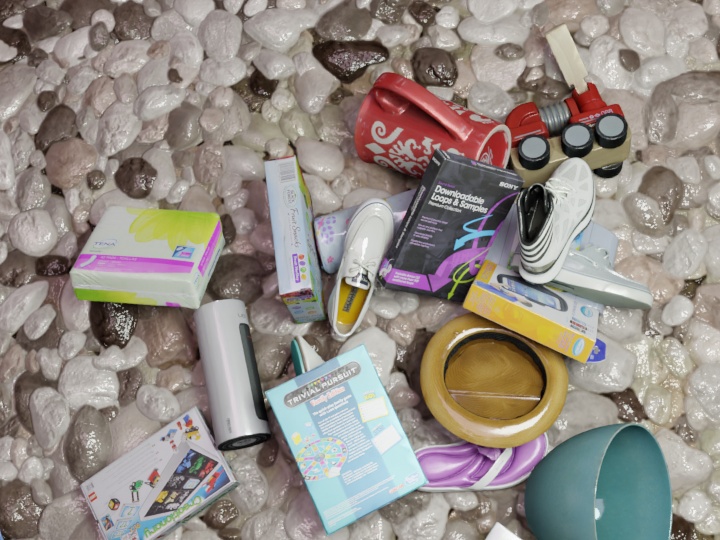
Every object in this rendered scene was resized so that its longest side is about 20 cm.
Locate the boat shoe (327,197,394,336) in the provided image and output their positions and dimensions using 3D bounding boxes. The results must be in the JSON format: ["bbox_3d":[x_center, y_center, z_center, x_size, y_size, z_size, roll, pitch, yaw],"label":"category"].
[{"bbox_3d":[0.000,0.000,1.259,0.070,0.070,0.203,17,112,-12],"label":"boat shoe"}]

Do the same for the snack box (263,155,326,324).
[{"bbox_3d":[-0.093,-0.042,1.301,0.052,0.143,0.204,-9,70,4],"label":"snack box"}]

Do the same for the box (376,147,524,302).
[{"bbox_3d":[0.122,-0.056,1.231,0.036,0.141,0.203,53,126,50],"label":"box"}]

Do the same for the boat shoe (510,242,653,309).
[{"bbox_3d":[0.306,-0.005,1.230,0.197,0.070,0.073,19,80,17],"label":"boat shoe"}]

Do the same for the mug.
[{"bbox_3d":[0.096,-0.187,1.283,0.198,0.176,0.136,26,102,29],"label":"mug"}]

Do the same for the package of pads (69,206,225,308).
[{"bbox_3d":[-0.312,-0.024,1.340,0.195,0.069,0.156,4,44,10],"label":"package of pads"}]

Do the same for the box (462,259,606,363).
[{"bbox_3d":[0.241,0.056,1.210,0.197,0.119,0.042,23,112,9],"label":"box"}]

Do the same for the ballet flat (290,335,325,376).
[{"bbox_3d":[-0.051,0.188,1.268,0.068,0.070,0.204,-13,75,4],"label":"ballet flat"}]

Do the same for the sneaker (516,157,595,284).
[{"bbox_3d":[0.261,-0.093,1.191,0.074,0.116,0.203,14,60,25],"label":"sneaker"}]

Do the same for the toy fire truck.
[{"bbox_3d":[0.288,-0.238,1.329,0.172,0.129,0.203,-15,59,4],"label":"toy fire truck"}]

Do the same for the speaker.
[{"bbox_3d":[-0.185,0.147,1.287,0.080,0.081,0.204,-15,70,3],"label":"speaker"}]

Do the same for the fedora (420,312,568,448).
[{"bbox_3d":[0.179,0.154,1.223,0.196,0.082,0.205,-2,65,4],"label":"fedora"}]

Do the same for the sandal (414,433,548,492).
[{"bbox_3d":[0.158,0.257,1.214,0.198,0.050,0.084,-16,70,3],"label":"sandal"}]

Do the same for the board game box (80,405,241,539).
[{"bbox_3d":[-0.283,0.302,1.275,0.198,0.035,0.127,-33,70,-3],"label":"board game box"}]

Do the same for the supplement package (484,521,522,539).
[{"bbox_3d":[0.221,0.421,1.118,0.198,0.110,0.115,33,79,17],"label":"supplement package"}]

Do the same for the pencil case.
[{"bbox_3d":[0.029,-0.059,1.320,0.196,0.092,0.084,-14,46,3],"label":"pencil case"}]

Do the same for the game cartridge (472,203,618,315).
[{"bbox_3d":[0.264,-0.024,1.299,0.196,0.041,0.136,14,71,13],"label":"game cartridge"}]

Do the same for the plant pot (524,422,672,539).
[{"bbox_3d":[0.283,0.292,1.126,0.133,0.198,0.204,-7,66,43],"label":"plant pot"}]

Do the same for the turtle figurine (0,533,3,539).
[{"bbox_3d":[-0.612,0.363,1.235,0.192,0.147,0.199,23,32,33],"label":"turtle figurine"}]

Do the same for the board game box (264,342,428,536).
[{"bbox_3d":[-0.019,0.223,1.201,0.149,0.047,0.203,-24,79,-7],"label":"board game box"}]
